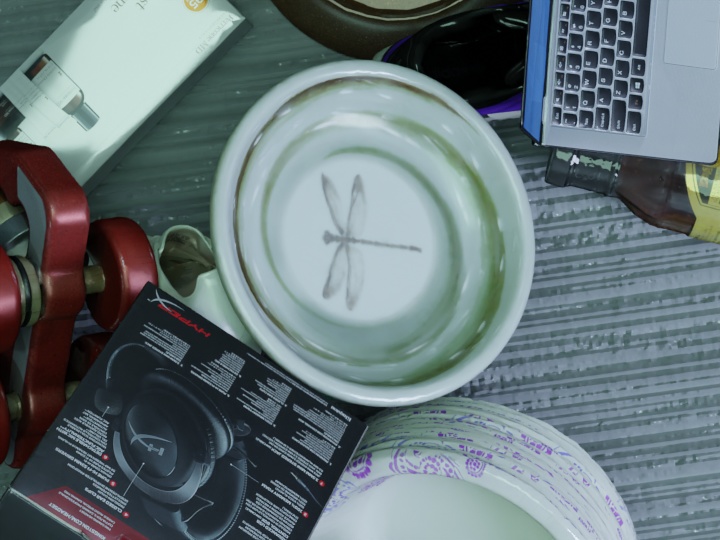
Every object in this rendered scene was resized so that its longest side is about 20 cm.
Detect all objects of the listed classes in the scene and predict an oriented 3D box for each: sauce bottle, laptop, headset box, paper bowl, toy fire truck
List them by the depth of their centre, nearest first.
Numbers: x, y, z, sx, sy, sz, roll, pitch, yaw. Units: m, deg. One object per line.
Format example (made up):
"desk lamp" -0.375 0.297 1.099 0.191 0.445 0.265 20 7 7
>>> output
"headset box" -0.103 0.123 1.279 0.148 0.200 0.077 32 133 -3
"laptop" 0.154 -0.161 1.363 0.199 0.116 0.188 5 90 -26
"toy fire truck" -0.207 0.012 1.423 0.112 0.168 0.201 -11 129 -31
"paper bowl" 0.067 0.164 1.445 0.200 0.104 0.201 12 125 17
"sauce bottle" 0.213 -0.049 1.482 0.199 0.066 0.066 12 91 0

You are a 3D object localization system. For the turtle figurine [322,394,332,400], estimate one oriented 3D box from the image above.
"turtle figurine" 0.000 0.000 1.479 0.150 0.101 0.200 44 97 1

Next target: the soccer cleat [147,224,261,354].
"soccer cleat" -0.111 0.002 1.436 0.069 0.200 0.078 -17 115 -22

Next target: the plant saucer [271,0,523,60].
"plant saucer" 0.023 -0.230 1.504 0.199 0.034 0.201 0 90 1

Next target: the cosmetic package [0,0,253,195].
"cosmetic package" -0.166 -0.111 1.502 0.083 0.051 0.200 44 92 0

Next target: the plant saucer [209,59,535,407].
"plant saucer" 0.002 -0.018 1.389 0.199 0.050 0.201 5 76 -22

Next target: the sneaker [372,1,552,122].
"sneaker" 0.108 -0.130 1.454 0.199 0.100 0.070 -15 85 -12
